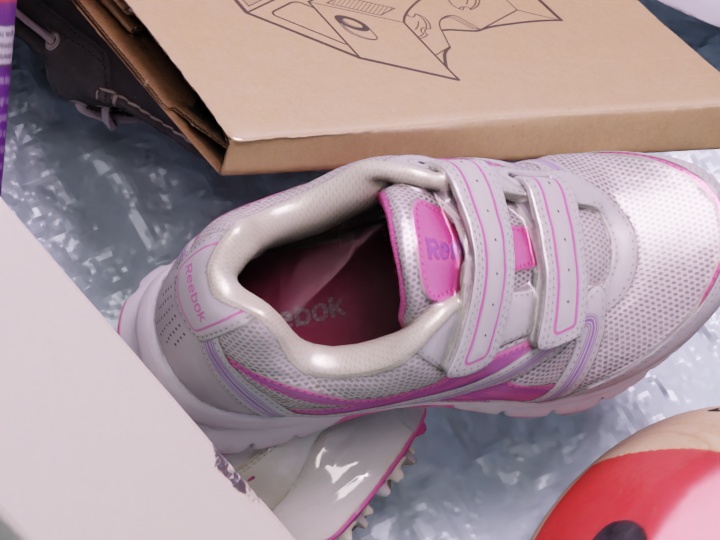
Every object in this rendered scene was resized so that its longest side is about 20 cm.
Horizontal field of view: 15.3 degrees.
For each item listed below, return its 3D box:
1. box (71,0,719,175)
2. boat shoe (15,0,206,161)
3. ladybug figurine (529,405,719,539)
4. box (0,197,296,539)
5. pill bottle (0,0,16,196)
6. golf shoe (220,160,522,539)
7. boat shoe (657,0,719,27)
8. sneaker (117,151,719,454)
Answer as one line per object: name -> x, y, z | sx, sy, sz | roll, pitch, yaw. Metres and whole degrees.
box -> 0.008, -0.084, 0.903 | 0.200, 0.021, 0.164 | -4, 34, -31
boat shoe -> -0.108, -0.092, 0.955 | 0.200, 0.067, 0.057 | 45, 104, 19
ladybug figurine -> 0.108, 0.126, 0.844 | 0.136, 0.072, 0.200 | 17, 62, 4
box -> -0.090, 0.065, 0.788 | 0.082, 0.200, 0.068 | 6, 53, 43
pill bottle -> -0.168, -0.015, 0.837 | 0.111, 0.111, 0.200 | 5, 96, -2
golf shoe -> 0.000, 0.000, 0.890 | 0.091, 0.075, 0.200 | 37, 63, -8
boat shoe -> 0.104, -0.134, 0.959 | 0.200, 0.057, 0.069 | 23, 20, -8
sneaker -> 0.029, 0.005, 0.816 | 0.200, 0.088, 0.081 | -14, 78, -15
